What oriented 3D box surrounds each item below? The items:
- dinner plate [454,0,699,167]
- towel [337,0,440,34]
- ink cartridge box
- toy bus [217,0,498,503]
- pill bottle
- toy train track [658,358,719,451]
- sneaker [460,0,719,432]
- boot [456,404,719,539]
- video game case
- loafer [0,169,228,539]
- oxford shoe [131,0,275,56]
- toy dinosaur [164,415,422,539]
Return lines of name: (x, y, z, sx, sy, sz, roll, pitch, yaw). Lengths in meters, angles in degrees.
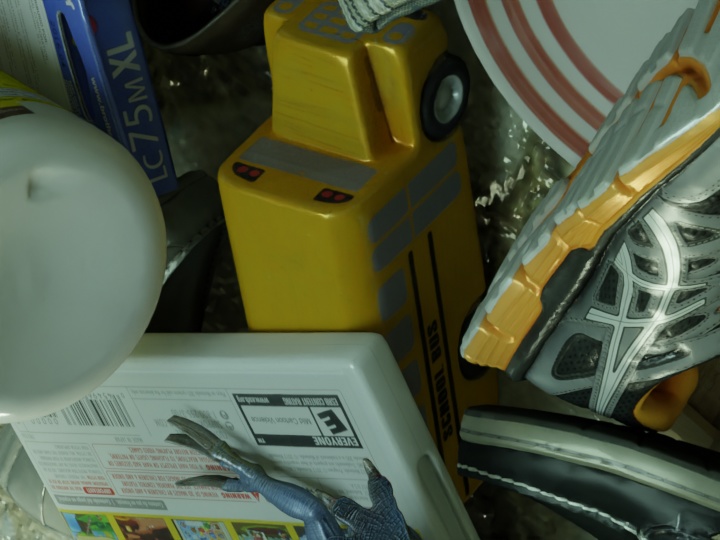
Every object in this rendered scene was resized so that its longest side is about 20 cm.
dinner plate: (0.122, -0.090, 0.915, 0.200, 0.024, 0.201, 15, 133, 16)
towel: (0.029, -0.186, 0.869, 0.200, 0.034, 0.193, -23, 85, 43)
ink cartridge box: (-0.126, -0.085, 1.128, 0.200, 0.042, 0.120, 14, 121, 61)
toy bus: (0.000, 0.000, 1.067, 0.065, 0.078, 0.200, 18, 135, 32)
pill bottle: (-0.160, -0.027, 1.071, 0.200, 0.109, 0.110, 31, 129, 51)
toy train track: (0.143, -0.004, 0.990, 0.115, 0.033, 0.200, 41, 129, 18)
sneaker: (0.101, -0.014, 0.926, 0.077, 0.078, 0.200, 33, 149, -1)
boot: (0.109, 0.139, 0.990, 0.203, 0.073, 0.154, 20, 93, 8)
video game case: (-0.034, 0.101, 1.110, 0.200, 0.023, 0.182, -1, 123, 43)
loafer: (-0.087, 0.039, 1.180, 0.070, 0.070, 0.200, 42, 139, 13)
oxford shoe: (-0.029, -0.153, 1.031, 0.073, 0.084, 0.200, 36, 127, 24)
toy dinosaur: (-0.009, 0.135, 1.020, 0.200, 0.105, 0.182, 27, 165, 17)
